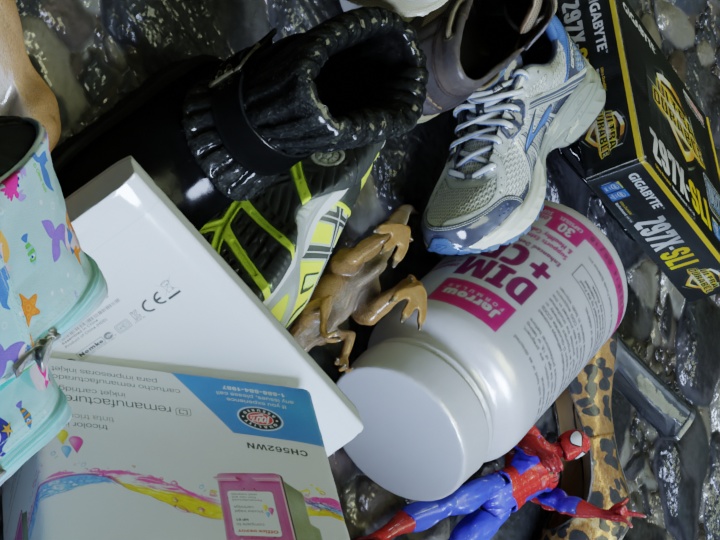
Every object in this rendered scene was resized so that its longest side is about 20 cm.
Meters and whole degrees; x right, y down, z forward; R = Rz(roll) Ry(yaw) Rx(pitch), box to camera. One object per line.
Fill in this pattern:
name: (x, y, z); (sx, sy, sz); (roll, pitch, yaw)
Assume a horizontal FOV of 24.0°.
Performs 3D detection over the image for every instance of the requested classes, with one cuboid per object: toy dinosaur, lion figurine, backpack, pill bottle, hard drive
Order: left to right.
backpack: (-0.201, 0.021, 0.681); (0.200, 0.177, 0.151); (-56, 131, -49)
lion figurine: (-0.179, -0.111, 0.801); (0.123, 0.072, 0.200); (-62, 148, -70)
hard drive: (-0.105, 0.051, 0.840); (0.200, 0.132, 0.027); (50, 9, -34)
toy dinosaur: (0.000, 0.000, 0.998); (0.060, 0.106, 0.200); (52, 56, -18)
pill bottle: (0.075, 0.048, 1.051); (0.200, 0.113, 0.114); (-42, 118, -43)

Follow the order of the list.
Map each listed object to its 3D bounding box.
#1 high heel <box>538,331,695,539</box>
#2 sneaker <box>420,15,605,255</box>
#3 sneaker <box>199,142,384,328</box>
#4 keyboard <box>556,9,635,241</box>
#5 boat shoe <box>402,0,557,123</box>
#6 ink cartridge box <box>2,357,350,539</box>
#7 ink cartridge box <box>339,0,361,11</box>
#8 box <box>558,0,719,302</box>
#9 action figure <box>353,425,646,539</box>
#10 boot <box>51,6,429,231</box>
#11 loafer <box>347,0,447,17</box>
high heel: (0.132, 0.124, 1.175); (0.143, 0.071, 0.200); (43, 66, -11)
sneaker: (0.084, -0.091, 1.077); (0.200, 0.077, 0.085); (-57, 135, -37)
sneaker: (-0.047, -0.025, 0.963); (0.200, 0.075, 0.076); (-55, 157, -40)
keyboard: (0.172, -0.096, 1.254); (0.200, 0.040, 0.104); (56, 25, -29)
boat shoe: (0.083, -0.157, 1.006); (0.075, 0.073, 0.200); (57, 50, -29)
ink cartridge box: (-0.081, 0.136, 0.760); (0.144, 0.200, 0.085); (8, 123, -19)
ink cartridge box: (0.040, -0.199, 1.067); (0.116, 0.067, 0.200); (-41, 118, -43)
box: (0.210, -0.090, 1.221); (0.200, 0.049, 0.160); (41, 38, -48)
action figure: (0.099, 0.150, 1.068); (0.200, 0.099, 0.065); (-30, 112, -41)
boot: (-0.071, -0.055, 0.851); (0.079, 0.158, 0.211); (57, 48, -29)
loafer: (-0.016, -0.189, 0.918); (0.076, 0.200, 0.068); (-48, 148, -11)
